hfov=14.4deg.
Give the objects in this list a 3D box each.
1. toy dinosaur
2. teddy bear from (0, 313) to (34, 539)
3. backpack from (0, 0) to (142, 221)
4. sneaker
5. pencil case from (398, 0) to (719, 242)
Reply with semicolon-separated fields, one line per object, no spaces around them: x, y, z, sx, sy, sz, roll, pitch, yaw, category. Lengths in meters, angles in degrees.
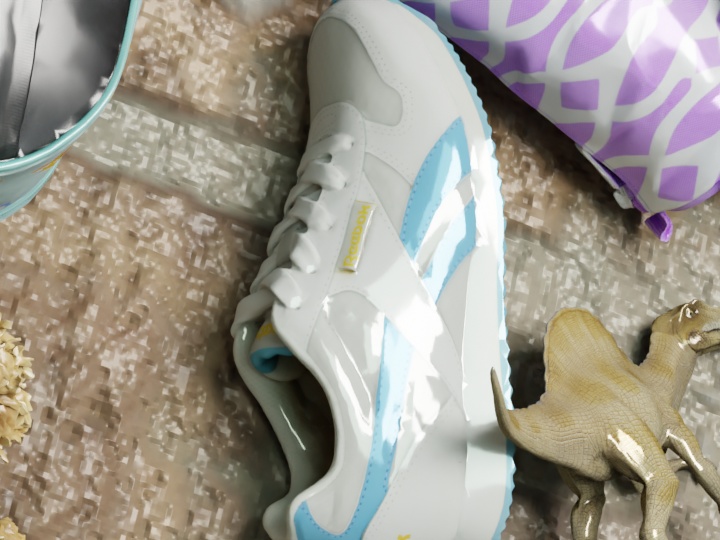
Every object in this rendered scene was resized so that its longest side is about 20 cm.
0.084;0.062;0.982;0.200;0.058;0.102;-17;85;-59;toy dinosaur
-0.146;0.031;0.747;0.145;0.067;0.201;-29;91;-40;teddy bear
-0.150;-0.110;0.874;0.175;0.153;0.201;14;64;-22;backpack
0.000;0.000;0.962;0.080;0.076;0.201;0;74;-24;sneaker
0.062;-0.099;1.020;0.200;0.084;0.086;38;108;-12;pencil case
